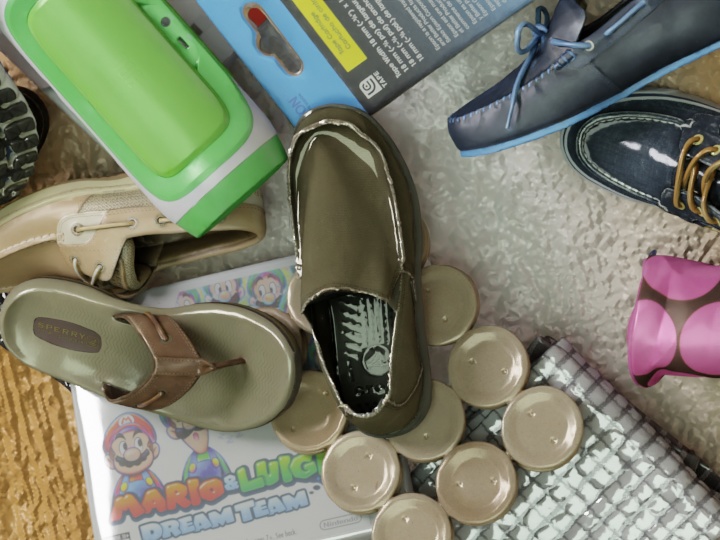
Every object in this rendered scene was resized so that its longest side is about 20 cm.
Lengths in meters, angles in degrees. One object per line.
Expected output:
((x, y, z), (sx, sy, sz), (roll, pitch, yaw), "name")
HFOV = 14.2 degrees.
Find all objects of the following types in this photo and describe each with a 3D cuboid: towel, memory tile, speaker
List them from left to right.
((-0.135, -0.118, 1.711), (0.088, 0.088, 0.200), (-41, 91, 20), "speaker")
((0.024, 0.072, 1.733), (0.153, 0.017, 0.200), (-41, 73, 5), "memory tile")
((0.114, 0.156, 1.771), (0.166, 0.086, 0.200), (43, 105, 8), "towel")

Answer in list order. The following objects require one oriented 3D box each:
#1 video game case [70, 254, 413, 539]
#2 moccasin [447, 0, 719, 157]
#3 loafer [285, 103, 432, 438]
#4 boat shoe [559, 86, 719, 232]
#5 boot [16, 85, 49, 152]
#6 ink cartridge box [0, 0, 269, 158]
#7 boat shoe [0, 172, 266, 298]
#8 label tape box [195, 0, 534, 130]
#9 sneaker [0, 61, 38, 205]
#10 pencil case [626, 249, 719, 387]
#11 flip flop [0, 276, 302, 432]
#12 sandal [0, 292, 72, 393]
((-0.076, 0.090, 1.776), (0.199, 0.024, 0.183), (-13, 74, 9), "video game case")
((0.136, -0.136, 1.697), (0.200, 0.080, 0.068), (-28, 104, 6), "moccasin")
((0.000, 0.000, 1.691), (0.075, 0.070, 0.201), (-14, 89, 13), "loafer")
((0.209, -0.055, 1.686), (0.200, 0.091, 0.071), (14, 108, 10), "boat shoe")
((-0.285, -0.044, 1.810), (0.200, 0.097, 0.075), (-34, 94, 20), "boot")
((-0.134, -0.187, 1.760), (0.163, 0.057, 0.200), (44, 115, 0), "ink cartridge box")
((-0.154, -0.019, 1.785), (0.200, 0.071, 0.065), (-19, 63, 15), "boat shoe")
((0.012, -0.187, 1.707), (0.200, 0.063, 0.144), (-34, 102, 20), "label tape box")
((-0.249, -0.122, 1.739), (0.078, 0.089, 0.200), (-19, 126, -14), "sneaker")
((0.258, 0.033, 1.703), (0.199, 0.094, 0.091), (3, 61, 14), "pencil case")
((-0.131, 0.051, 1.741), (0.199, 0.058, 0.081), (14, 106, 15), "flip flop")
((-0.158, 0.062, 1.838), (0.200, 0.045, 0.075), (38, 89, 16), "sandal")
